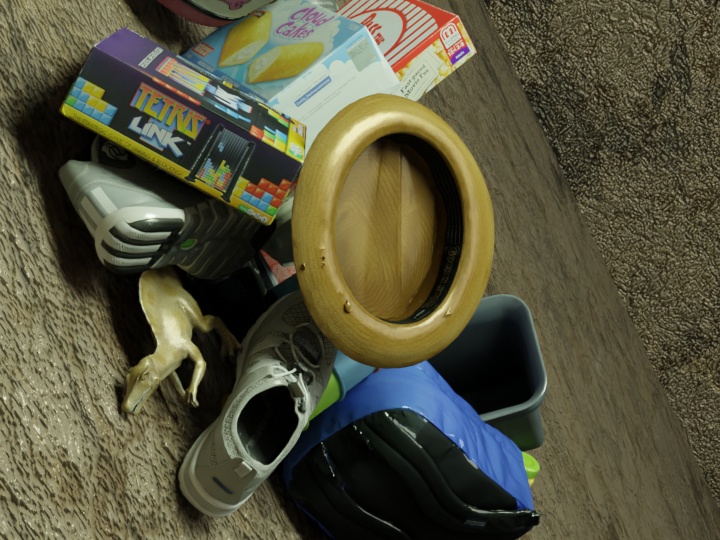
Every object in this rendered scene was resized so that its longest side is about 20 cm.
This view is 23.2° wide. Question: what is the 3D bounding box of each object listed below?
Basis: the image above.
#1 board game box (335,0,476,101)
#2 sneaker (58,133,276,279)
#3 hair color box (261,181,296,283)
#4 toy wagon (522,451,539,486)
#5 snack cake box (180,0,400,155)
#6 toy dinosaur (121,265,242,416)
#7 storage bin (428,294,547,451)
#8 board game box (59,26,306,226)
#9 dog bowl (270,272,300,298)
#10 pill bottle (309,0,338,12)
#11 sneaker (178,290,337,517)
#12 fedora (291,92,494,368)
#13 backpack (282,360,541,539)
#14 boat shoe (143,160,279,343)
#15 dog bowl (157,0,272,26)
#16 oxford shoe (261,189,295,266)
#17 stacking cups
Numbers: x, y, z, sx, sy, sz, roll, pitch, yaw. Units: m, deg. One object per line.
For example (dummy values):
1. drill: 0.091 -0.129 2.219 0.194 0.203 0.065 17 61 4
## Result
1. board game box: -0.015 -0.171 1.592 0.151 0.200 0.046 32 -21 53
2. sneaker: -0.145 -0.058 1.269 0.116 0.075 0.200 49 18 19
3. hair color box: -0.048 0.003 1.600 0.201 0.064 0.111 -91 155 -49
4. toy wagon: 0.121 0.246 1.695 0.039 0.156 0.200 30 24 9
5. snack cake box: -0.064 -0.173 1.519 0.067 0.115 0.200 56 -10 -30
6. toy dinosaur: -0.135 0.031 1.272 0.101 0.058 0.201 54 21 -41
7. storage bin: 0.082 0.119 1.682 0.135 0.199 0.146 66 11 -56
8. board game box: -0.122 -0.111 1.280 0.165 0.057 0.200 30 10 -8
9. dog bowl: 0.000 0.000 1.441 0.050 0.111 0.200 60 18 1
10. pill bottle: -0.064 -0.211 1.732 0.114 0.113 0.201 3 67 -74
11. sneaker: -0.055 0.091 1.274 0.075 0.082 0.201 38 52 -16
12. fedora: 0.009 -0.028 1.303 0.200 0.082 0.202 2 87 -37
13. backpack: 0.023 0.154 1.479 0.200 0.162 0.168 41 19 -35
14. boat shoe: -0.116 -0.007 1.387 0.066 0.070 0.200 -96 166 -49
15. dog bowl: -0.150 -0.300 1.540 0.200 0.074 0.201 39 27 -25
16. oxford shoe: -0.057 -0.033 1.469 0.058 0.075 0.200 53 -6 -6
17. stacking cups: -0.017 0.073 1.388 0.060 0.200 0.061 38 -34 31
